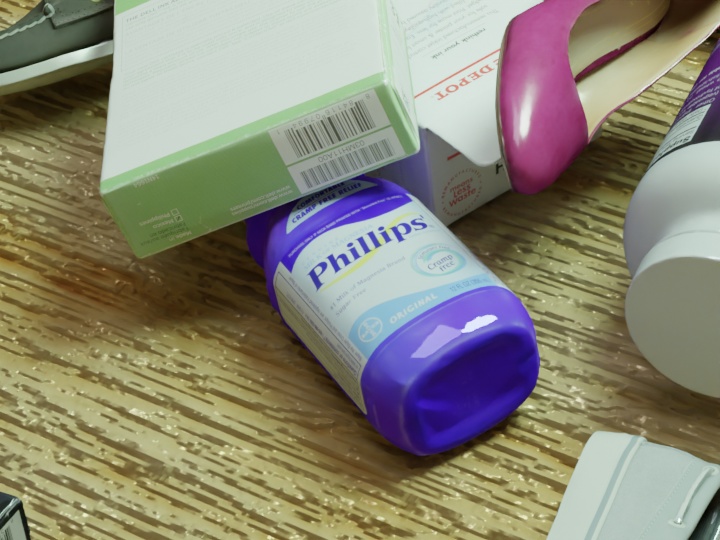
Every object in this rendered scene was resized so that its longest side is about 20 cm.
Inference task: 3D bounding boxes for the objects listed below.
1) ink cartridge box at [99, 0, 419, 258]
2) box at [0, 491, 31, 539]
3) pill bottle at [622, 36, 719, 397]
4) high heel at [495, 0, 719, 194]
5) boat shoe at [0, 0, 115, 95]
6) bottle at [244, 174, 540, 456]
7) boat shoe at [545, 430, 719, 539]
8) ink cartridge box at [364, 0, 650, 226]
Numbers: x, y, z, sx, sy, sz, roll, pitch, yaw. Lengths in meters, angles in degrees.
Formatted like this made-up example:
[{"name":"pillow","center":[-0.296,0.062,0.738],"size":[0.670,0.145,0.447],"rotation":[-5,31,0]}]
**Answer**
[{"name":"ink cartridge box","center":[-0.051,-0.105,1.005],"size":[0.145,0.048,0.201],"rotation":[-21,36,12]},{"name":"box","center":[-0.258,0.124,0.868],"size":[0.199,0.036,0.143],"rotation":[16,44,24]},{"name":"pill bottle","center":[0.187,-0.037,0.929],"size":[0.112,0.113,0.200],"rotation":[12,43,22]},{"name":"high heel","center":[0.121,-0.099,0.942],"size":[0.095,0.068,0.201],"rotation":[-2,37,21]},{"name":"boat shoe","center":[-0.130,-0.146,1.121],"size":[0.200,0.061,0.072],"rotation":[-19,7,1]},{"name":"bottle","center":[0.000,0.000,0.950],"size":[0.083,0.066,0.200],"rotation":[-27,43,-15]},{"name":"boat shoe","center":[0.099,0.139,0.774],"size":[0.068,0.072,0.200],"rotation":[7,33,17]},{"name":"ink cartridge box","center":[0.042,-0.094,1.055],"size":[0.115,0.068,0.200],"rotation":[-30,44,-24]}]
